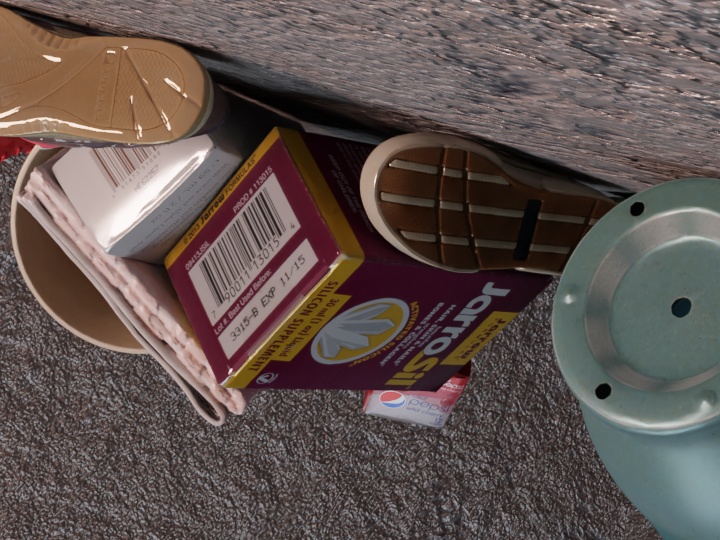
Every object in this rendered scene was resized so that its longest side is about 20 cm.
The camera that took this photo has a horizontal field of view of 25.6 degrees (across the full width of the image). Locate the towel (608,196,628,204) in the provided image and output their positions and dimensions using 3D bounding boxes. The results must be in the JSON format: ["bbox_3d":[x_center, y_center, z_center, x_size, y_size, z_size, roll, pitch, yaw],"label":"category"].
[{"bbox_3d":[0.265,-0.011,1.001,0.199,0.023,0.144,14,-179,-16],"label":"towel"}]

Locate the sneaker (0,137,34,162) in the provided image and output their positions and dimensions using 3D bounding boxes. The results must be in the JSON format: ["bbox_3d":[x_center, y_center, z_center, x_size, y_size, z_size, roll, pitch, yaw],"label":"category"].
[{"bbox_3d":[-0.399,-0.137,1.748,0.199,0.116,0.078,15,180,-38],"label":"sneaker"}]

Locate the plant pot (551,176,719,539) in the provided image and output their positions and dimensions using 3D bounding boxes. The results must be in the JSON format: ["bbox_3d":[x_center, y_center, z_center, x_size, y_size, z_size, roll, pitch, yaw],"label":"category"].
[{"bbox_3d":[0.198,0.052,0.826,0.199,0.201,0.188,14,166,40],"label":"plant pot"}]

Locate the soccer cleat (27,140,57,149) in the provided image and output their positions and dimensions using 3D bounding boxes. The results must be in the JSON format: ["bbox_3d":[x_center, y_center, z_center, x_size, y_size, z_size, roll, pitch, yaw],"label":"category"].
[{"bbox_3d":[-0.252,-0.133,1.024,0.199,0.067,0.076,21,146,-40],"label":"soccer cleat"}]

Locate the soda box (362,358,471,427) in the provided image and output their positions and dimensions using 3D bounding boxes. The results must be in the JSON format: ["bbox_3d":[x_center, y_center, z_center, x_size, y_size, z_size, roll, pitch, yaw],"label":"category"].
[{"bbox_3d":[0.047,0.016,1.177,0.063,0.201,0.070,14,136,-9],"label":"soda box"}]

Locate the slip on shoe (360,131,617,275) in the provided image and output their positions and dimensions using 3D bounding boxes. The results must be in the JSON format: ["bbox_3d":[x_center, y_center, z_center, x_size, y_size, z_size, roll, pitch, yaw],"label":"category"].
[{"bbox_3d":[0.071,-0.041,0.940,0.199,0.077,0.060,7,-165,-39],"label":"slip on shoe"}]

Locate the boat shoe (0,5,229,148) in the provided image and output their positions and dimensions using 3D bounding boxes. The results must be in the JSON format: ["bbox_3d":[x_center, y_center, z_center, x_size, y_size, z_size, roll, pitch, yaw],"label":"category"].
[{"bbox_3d":[-0.164,-0.099,0.854,0.198,0.073,0.065,8,173,19],"label":"boat shoe"}]

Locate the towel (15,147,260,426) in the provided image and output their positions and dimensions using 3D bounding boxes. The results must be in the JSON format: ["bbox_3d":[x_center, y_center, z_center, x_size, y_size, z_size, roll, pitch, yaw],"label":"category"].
[{"bbox_3d":[-0.129,-0.002,1.041,0.200,0.032,0.191,49,-166,-6],"label":"towel"}]

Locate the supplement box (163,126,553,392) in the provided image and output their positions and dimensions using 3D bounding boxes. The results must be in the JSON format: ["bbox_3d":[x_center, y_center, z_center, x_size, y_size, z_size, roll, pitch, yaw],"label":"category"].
[{"bbox_3d":[0.000,0.000,0.992,0.199,0.131,0.104,5,-133,-46],"label":"supplement box"}]

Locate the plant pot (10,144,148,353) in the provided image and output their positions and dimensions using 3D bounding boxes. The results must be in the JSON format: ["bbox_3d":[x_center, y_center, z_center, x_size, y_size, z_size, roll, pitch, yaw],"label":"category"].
[{"bbox_3d":[-0.156,-0.054,1.235,0.186,0.189,0.200,14,-166,-1],"label":"plant pot"}]

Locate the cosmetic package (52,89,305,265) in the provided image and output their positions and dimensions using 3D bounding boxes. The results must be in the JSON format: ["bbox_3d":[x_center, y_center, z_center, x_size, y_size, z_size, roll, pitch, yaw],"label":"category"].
[{"bbox_3d":[-0.096,-0.056,1.015,0.074,0.102,0.200,55,-164,20],"label":"cosmetic package"}]
